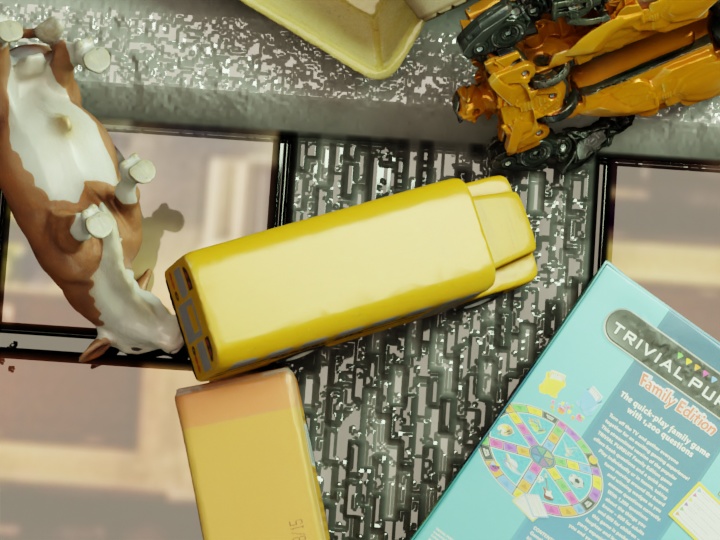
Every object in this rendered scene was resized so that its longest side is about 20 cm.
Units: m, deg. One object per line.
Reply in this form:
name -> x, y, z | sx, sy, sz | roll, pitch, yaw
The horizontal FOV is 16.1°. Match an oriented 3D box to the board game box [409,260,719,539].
board game box -> 0.133, 0.121, 1.360 | 0.151, 0.047, 0.200 | 36, 79, 4

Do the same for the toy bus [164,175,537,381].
toy bus -> 0.000, 0.000, 1.345 | 0.199, 0.078, 0.065 | -16, 83, -19

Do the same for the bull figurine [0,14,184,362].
bull figurine -> -0.151, -0.045, 1.357 | 0.065, 0.121, 0.200 | -25, 78, -26

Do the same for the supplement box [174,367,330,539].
supplement box -> -0.047, 0.156, 1.357 | 0.066, 0.069, 0.201 | -11, 83, 0

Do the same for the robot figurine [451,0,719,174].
robot figurine -> 0.140, -0.126, 1.362 | 0.199, 0.145, 0.058 | -20, 50, -2

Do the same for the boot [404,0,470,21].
boot -> 0.073, -0.241, 1.322 | 0.200, 0.072, 0.167 | -25, 93, 11

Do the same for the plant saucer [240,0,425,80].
plant saucer -> -0.019, -0.236, 1.393 | 0.200, 0.048, 0.200 | 31, 95, 3
